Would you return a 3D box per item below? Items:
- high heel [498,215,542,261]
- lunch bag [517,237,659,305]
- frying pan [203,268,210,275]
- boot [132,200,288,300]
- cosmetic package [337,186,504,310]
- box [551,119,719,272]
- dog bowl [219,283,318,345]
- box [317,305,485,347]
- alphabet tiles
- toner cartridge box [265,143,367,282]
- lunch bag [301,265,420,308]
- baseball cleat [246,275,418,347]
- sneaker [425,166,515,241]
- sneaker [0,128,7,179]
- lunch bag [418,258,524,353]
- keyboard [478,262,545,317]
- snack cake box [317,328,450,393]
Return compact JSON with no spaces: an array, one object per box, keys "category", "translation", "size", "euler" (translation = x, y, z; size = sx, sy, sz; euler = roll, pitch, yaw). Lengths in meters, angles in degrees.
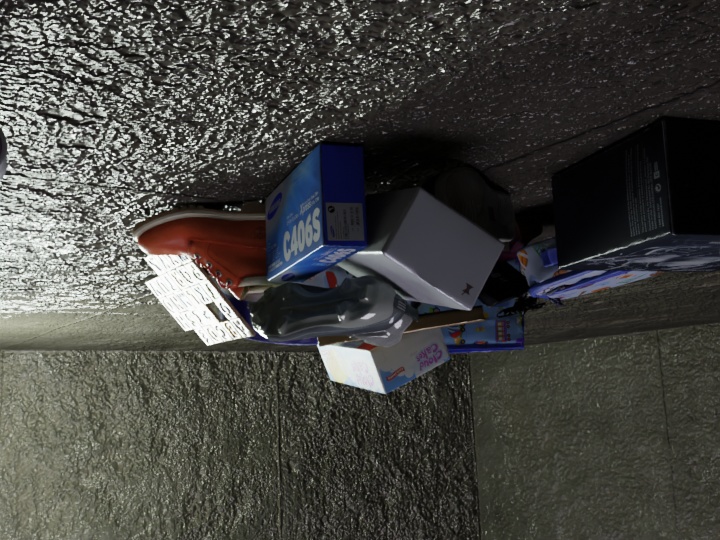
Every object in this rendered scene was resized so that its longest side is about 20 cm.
[{"category":"high heel","translation":[0.128,-0.033,1.042],"size":[0.200,0.067,0.096],"euler":[-12,165,-27]},{"category":"lunch bag","translation":[0.296,-0.018,1.014],"size":[0.200,0.076,0.160],"euler":[-21,167,22]},{"category":"frying pan","translation":[-0.202,-0.007,1.215],"size":[0.115,0.031,0.190],"euler":[1,-175,-22]},{"category":"boot","translation":[-0.166,-0.019,0.936],"size":[0.200,0.107,0.075],"euler":[-3,172,10]},{"category":"cosmetic package","translation":[0.041,-0.022,0.800],"size":[0.101,0.071,0.200],"euler":[32,172,-18]},{"category":"box","translation":[0.322,-0.062,0.801],"size":[0.200,0.104,0.182],"euler":[1,171,-18]},{"category":"dog bowl","translation":[-0.113,0.051,1.249],"size":[0.200,0.079,0.200],"euler":[6,-171,-1]},{"category":"box","translation":[0.057,0.068,1.038],"size":[0.200,0.021,0.163],"euler":[-8,177,8]},{"category":"alphabet tiles","translation":[-0.247,0.040,1.189],"size":[0.008,0.167,0.200],"euler":[-46,-164,-31]},{"category":"toner cartridge box","translation":[-0.049,-0.050,0.811],"size":[0.043,0.095,0.200],"euler":[2,169,-20]},{"category":"lunch bag","translation":[0.000,0.000,1.012],"size":[0.160,0.076,0.200],"euler":[15,-169,18]},{"category":"baseball cleat","translation":[-0.028,0.054,0.864],"size":[0.200,0.070,0.106],"euler":[-6,150,46]},{"category":"sneaker","translation":[0.087,-0.054,0.871],"size":[0.106,0.075,0.200],"euler":[-8,170,26]},{"category":"sneaker","translation":[-0.370,-0.078,0.616],"size":[0.200,0.075,0.100],"euler":[1,169,-19]},{"category":"lunch bag","translation":[0.177,0.053,1.310],"size":[0.200,0.151,0.094],"euler":[-2,171,0]},{"category":"keyboard","translation":[0.176,0.028,1.068],"size":[0.040,0.104,0.200],"euler":[-56,161,20]},{"category":"snack cake box","translation":[0.030,0.119,1.220],"size":[0.115,0.067,0.200],"euler":[-23,-172,-23]}]
